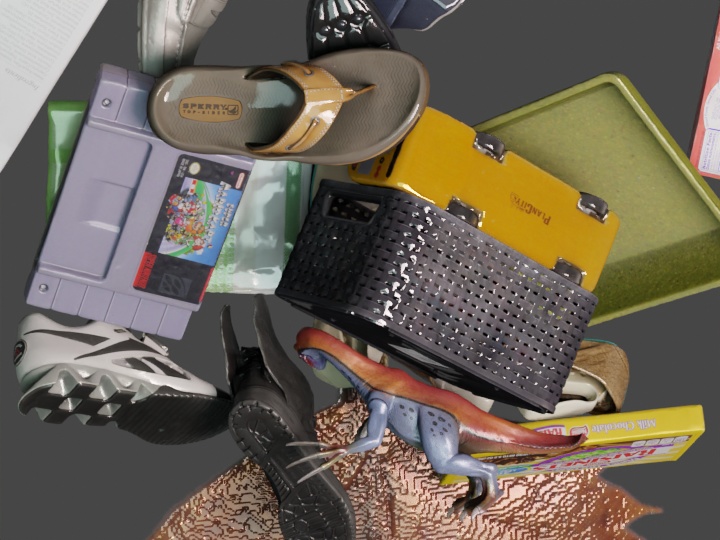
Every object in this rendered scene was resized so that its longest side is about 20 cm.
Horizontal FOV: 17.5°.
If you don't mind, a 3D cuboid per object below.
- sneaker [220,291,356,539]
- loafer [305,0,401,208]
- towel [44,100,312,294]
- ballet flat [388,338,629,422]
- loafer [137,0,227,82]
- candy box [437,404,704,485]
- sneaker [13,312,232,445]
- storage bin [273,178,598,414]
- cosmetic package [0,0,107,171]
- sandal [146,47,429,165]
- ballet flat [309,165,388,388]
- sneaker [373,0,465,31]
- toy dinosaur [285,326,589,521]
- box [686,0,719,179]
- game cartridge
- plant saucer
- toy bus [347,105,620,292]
[{"bbox_3d":[-0.054,0.124,1.792,0.060,0.104,0.201,-21,117,15],"label":"sneaker"},{"bbox_3d":[0.004,-0.133,1.692,0.068,0.071,0.201,-17,131,6],"label":"loafer"},{"bbox_3d":[-0.137,-0.057,1.752,0.198,0.031,0.151,2,108,-8],"label":"towel"},{"bbox_3d":[0.118,0.083,1.817,0.198,0.073,0.068,10,137,-15],"label":"ballet flat"},{"bbox_3d":[-0.121,-0.203,1.669,0.069,0.070,0.202,6,109,3],"label":"loafer"},{"bbox_3d":[0.164,0.138,1.840,0.198,0.102,0.027,-5,75,-7],"label":"candy box"},{"bbox_3d":[-0.174,0.074,1.770,0.199,0.089,0.074,18,135,-40],"label":"sneaker"},{"bbox_3d":[0.055,0.020,1.685,0.199,0.135,0.094,29,81,-33],"label":"storage bin"},{"bbox_3d":[-0.236,-0.177,1.646,0.074,0.102,0.201,31,101,-19],"label":"cosmetic package"},{"bbox_3d":[-0.052,-0.117,1.604,0.198,0.055,0.083,2,85,6],"label":"sandal"},{"bbox_3d":[0.000,0.000,1.770,0.069,0.070,0.202,-3,115,-9],"label":"ballet flat"},{"bbox_3d":[0.033,-0.266,1.662,0.145,0.077,0.203,26,114,-6],"label":"sneaker"},{"bbox_3d":[0.037,0.099,1.745,0.199,0.105,0.182,-32,94,3],"label":"toy dinosaur"},{"bbox_3d":[0.310,-0.169,1.734,0.102,0.095,0.202,11,109,7],"label":"box"},{"bbox_3d":[-0.157,-0.045,1.700,0.129,0.039,0.201,16,121,-12],"label":"game cartridge"},{"bbox_3d":[0.175,-0.059,1.748,0.199,0.048,0.200,-20,120,42],"label":"plant saucer"},{"bbox_3d":[0.092,-0.051,1.676,0.199,0.078,0.066,27,80,-34],"label":"toy bus"}]
